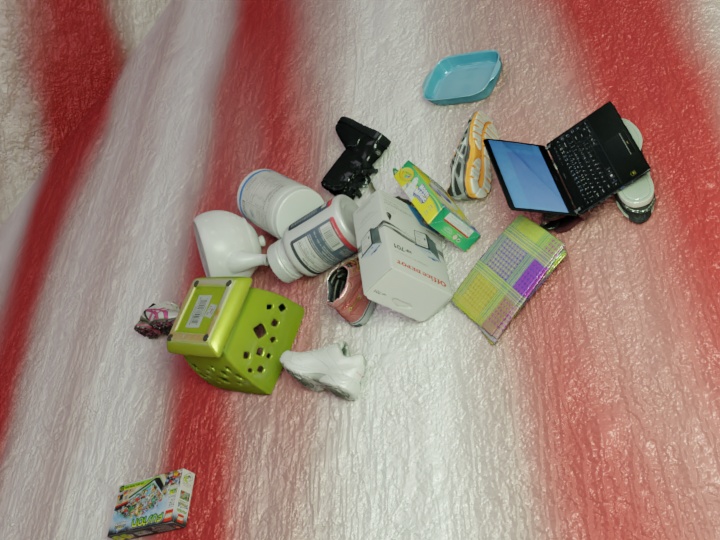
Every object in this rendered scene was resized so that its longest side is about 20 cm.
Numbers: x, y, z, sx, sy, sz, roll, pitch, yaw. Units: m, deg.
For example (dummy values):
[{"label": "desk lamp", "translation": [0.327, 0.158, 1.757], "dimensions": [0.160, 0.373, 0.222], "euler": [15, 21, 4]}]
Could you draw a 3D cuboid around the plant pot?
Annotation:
[{"label": "plant pot", "translation": [-0.264, 0.120, 1.678], "dimensions": [0.198, 0.181, 0.201], "euler": [0, 61, 43]}]

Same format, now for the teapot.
[{"label": "teapot", "translation": [-0.287, -0.052, 1.868], "dimensions": [0.145, 0.198, 0.201], "euler": [-16, 70, -15]}]

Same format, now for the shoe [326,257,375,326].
[{"label": "shoe", "translation": [0.000, 0.000, 1.589], "dimensions": [0.071, 0.091, 0.201], "euler": [-2, 59, 43]}]

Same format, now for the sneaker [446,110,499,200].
[{"label": "sneaker", "translation": [0.209, -0.220, 1.580], "dimensions": [0.077, 0.078, 0.201], "euler": [-18, 47, 46]}]

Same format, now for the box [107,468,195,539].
[{"label": "box", "translation": [-0.420, 0.472, 1.664], "dimensions": [0.199, 0.035, 0.111], "euler": [-22, 47, 31]}]

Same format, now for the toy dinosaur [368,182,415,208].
[{"label": "toy dinosaur", "translation": [0.052, -0.125, 1.676], "dimensions": [0.088, 0.048, 0.200], "euler": [-44, 36, -15]}]

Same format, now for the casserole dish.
[{"label": "casserole dish", "translation": [0.217, -0.400, 1.740], "dimensions": [0.199, 0.039, 0.122], "euler": [5, 64, 45]}]

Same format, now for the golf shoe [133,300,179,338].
[{"label": "golf shoe", "translation": [-0.459, 0.107, 1.961], "dimensions": [0.199, 0.073, 0.093], "euler": [-5, 55, 42]}]

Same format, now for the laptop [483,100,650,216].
[{"label": "laptop", "translation": [0.321, -0.184, 1.313], "dimensions": [0.199, 0.103, 0.178], "euler": [-34, 44, 23]}]

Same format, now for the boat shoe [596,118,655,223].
[{"label": "boat shoe", "translation": [0.425, -0.162, 1.334], "dimensions": [0.075, 0.061, 0.201], "euler": [-8, 50, 15]}]

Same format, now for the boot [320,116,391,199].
[{"label": "boot", "translation": [-0.031, -0.246, 1.835], "dimensions": [0.163, 0.073, 0.198], "euler": [-55, 40, -1]}]

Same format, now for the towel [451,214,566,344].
[{"label": "towel", "translation": [0.244, 0.011, 1.383], "dimensions": [0.201, 0.023, 0.144], "euler": [-54, 37, 8]}]

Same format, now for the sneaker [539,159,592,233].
[{"label": "sneaker", "translation": [0.311, -0.126, 1.408], "dimensions": [0.199, 0.076, 0.116], "euler": [16, 75, 48]}]

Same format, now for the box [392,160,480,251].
[{"label": "box", "translation": [0.136, -0.127, 1.539], "dimensions": [0.048, 0.117, 0.200], "euler": [-48, 39, 13]}]

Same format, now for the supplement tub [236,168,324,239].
[{"label": "supplement tub", "translation": [-0.178, -0.143, 1.843], "dimensions": [0.132, 0.132, 0.200], "euler": [-54, 40, -5]}]

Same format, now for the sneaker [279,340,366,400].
[{"label": "sneaker", "translation": [-0.063, 0.173, 1.539], "dimensions": [0.199, 0.078, 0.100], "euler": [13, 62, 38]}]

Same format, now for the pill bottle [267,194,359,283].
[{"label": "pill bottle", "translation": [-0.089, -0.058, 1.700], "dimensions": [0.199, 0.119, 0.120], "euler": [-29, 43, 25]}]

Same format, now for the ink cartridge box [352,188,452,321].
[{"label": "ink cartridge box", "translation": [0.073, -0.027, 1.487], "dimensions": [0.086, 0.146, 0.201], "euler": [-45, 37, 31]}]
